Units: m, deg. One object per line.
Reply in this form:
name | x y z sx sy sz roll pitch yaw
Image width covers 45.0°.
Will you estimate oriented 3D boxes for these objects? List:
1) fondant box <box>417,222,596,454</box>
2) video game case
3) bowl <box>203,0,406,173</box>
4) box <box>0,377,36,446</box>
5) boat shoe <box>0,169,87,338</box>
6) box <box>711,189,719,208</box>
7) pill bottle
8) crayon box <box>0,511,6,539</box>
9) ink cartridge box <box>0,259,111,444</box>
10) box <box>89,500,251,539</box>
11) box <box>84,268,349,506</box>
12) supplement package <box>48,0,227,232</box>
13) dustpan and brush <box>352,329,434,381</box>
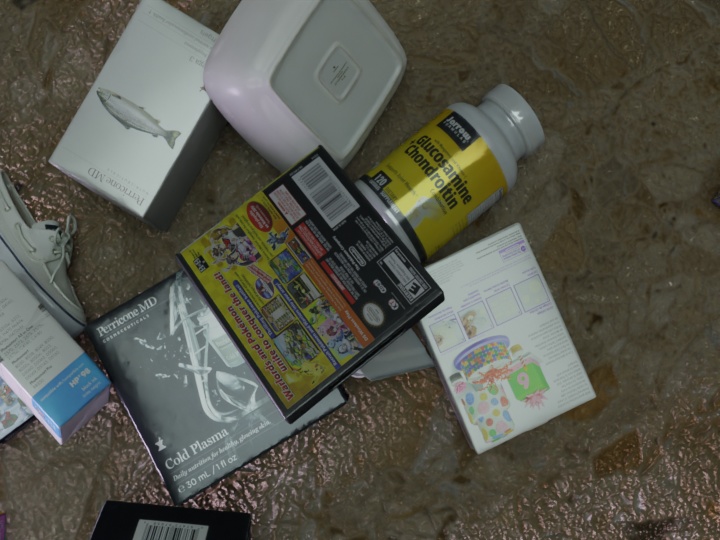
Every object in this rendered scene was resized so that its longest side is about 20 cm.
fondant box | 0.145 0.072 0.939 0.142 0.058 0.204 -23 85 -4
video game case | -0.050 0.006 0.808 0.179 0.026 0.201 -37 66 -7
bowl | -0.042 -0.205 0.895 0.199 0.074 0.202 41 79 -39
box | -0.435 0.142 0.902 0.199 0.040 0.138 -38 87 -18
boat shoe | -0.339 -0.027 0.931 0.086 0.075 0.203 -39 77 -8
box | 0.532 -0.092 0.935 0.199 0.122 0.193 41 84 2
pill bottle | 0.096 -0.105 0.927 0.199 0.112 0.113 -39 87 -5
crayon box | -0.454 0.361 0.890 0.168 0.058 0.205 -4 84 -2
ink cartridge box | -0.337 0.069 0.860 0.067 0.116 0.200 -42 89 -25
box | -0.185 0.339 0.835 0.145 0.108 0.204 5 116 -2
box | -0.141 0.098 0.896 0.197 0.124 0.199 -30 84 -4
supplement package | -0.216 -0.161 0.919 0.115 0.117 0.203 28 84 -1
dustpan and brush | -0.021 0.039 0.921 0.057 0.138 0.202 -42 68 28
